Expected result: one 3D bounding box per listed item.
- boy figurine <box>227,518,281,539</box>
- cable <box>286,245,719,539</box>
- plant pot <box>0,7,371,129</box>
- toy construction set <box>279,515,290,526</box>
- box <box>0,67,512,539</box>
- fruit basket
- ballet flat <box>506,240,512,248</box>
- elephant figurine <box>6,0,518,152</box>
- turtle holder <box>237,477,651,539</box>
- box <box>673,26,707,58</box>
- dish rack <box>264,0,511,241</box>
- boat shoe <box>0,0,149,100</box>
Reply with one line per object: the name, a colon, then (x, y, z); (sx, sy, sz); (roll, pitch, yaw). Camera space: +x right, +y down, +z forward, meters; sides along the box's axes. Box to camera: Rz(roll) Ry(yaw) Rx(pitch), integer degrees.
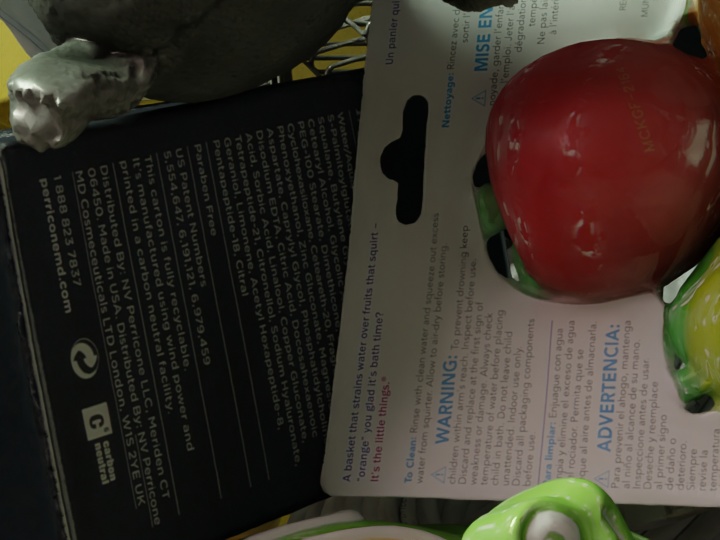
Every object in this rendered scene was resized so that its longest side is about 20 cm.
boy figurine: (-0.075, 0.114, 0.873); (0.064, 0.124, 0.201); (7, 73, 59)
cable: (0.064, 0.055, 0.818); (0.200, 0.069, 0.200); (-33, 22, 32)
plant pot: (-0.058, -0.115, 1.236); (0.200, 0.200, 0.177); (-8, 53, 59)
toy construction set: (-0.065, 0.095, 0.975); (0.200, 0.092, 0.131); (-36, 19, -7)
box: (-0.073, 0.013, 0.735); (0.148, 0.108, 0.200); (-7, 7, 37)
fruit basket: (0.094, -0.029, 0.683); (0.199, 0.094, 0.186); (-3, 72, 26)
ballet flat: (0.000, 0.000, 0.935); (0.046, 0.068, 0.200); (-38, -19, 26)
elephant figurine: (0.011, -0.131, 0.646); (0.199, 0.156, 0.141); (-25, -12, 23)
turtle holder: (0.000, 0.125, 0.659); (0.185, 0.131, 0.142); (-8, 75, 45)
box: (0.177, -0.114, 0.788); (0.199, 0.105, 0.148); (-1, 43, 32)
dish rack: (0.000, -0.105, 0.869); (0.054, 0.154, 0.200); (-10, 23, -17)
boat shoe: (-0.060, -0.083, 0.807); (0.072, 0.066, 0.200); (-61, -18, -3)
